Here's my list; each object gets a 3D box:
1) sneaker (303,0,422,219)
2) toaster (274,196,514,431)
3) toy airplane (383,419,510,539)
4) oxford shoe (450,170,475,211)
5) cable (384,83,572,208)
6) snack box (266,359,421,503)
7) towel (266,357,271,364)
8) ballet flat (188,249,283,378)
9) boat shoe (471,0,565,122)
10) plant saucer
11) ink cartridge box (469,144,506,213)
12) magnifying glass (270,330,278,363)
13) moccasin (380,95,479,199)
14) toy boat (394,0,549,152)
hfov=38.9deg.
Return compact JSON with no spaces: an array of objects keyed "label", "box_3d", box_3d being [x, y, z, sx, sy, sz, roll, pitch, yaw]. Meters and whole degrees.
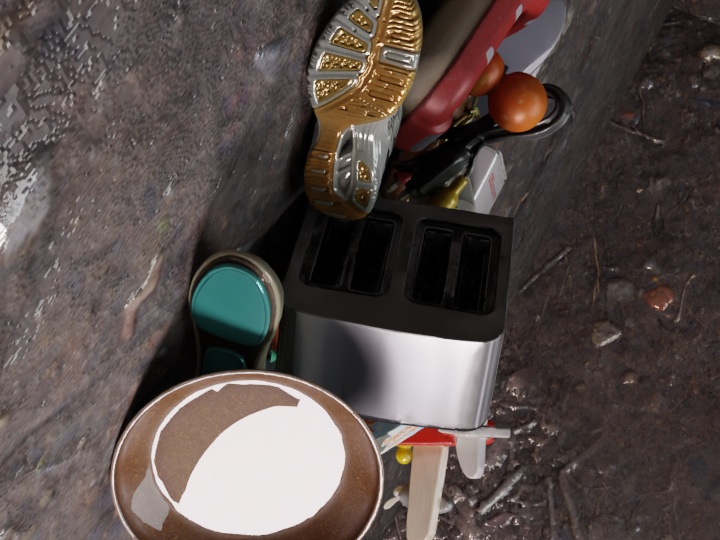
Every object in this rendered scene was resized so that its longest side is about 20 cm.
[{"label":"sneaker","box_3d":[0.000,-0.137,0.768,0.088,0.075,0.200,-72,180,-47]},{"label":"toaster","box_3d":[0.026,0.032,0.832,0.200,0.180,0.119,-75,173,-46]},{"label":"toy airplane","box_3d":[0.075,0.172,1.143,0.200,0.199,0.141,-44,157,12]},{"label":"oxford shoe","box_3d":[0.086,-0.045,1.098,0.058,0.075,0.201,41,50,-78]},{"label":"cable","box_3d":[0.103,-0.116,0.955,0.200,0.097,0.050,-34,150,15]},{"label":"snack box","box_3d":[-0.025,0.117,0.889,0.200,0.116,0.037,-25,146,-36]},{"label":"towel","box_3d":[-0.102,0.149,0.994,0.145,0.024,0.200,-66,166,7]},{"label":"ballet flat","box_3d":[-0.090,0.037,0.749,0.070,0.069,0.200,-52,167,-40]},{"label":"boat shoe","box_3d":[0.173,-0.240,1.217,0.200,0.073,0.065,-53,171,-1]},{"label":"plant saucer","box_3d":[-0.083,0.150,0.760,0.037,0.200,0.201,-97,-154,-63]},{"label":"ink cartridge box","box_3d":[0.090,-0.054,1.201,0.201,0.085,0.146,-61,167,-3]},{"label":"magnifying glass","box_3d":[-0.070,0.078,0.943,0.200,0.022,0.080,88,26,-56]},{"label":"moccasin","box_3d":[0.084,-0.145,1.016,0.074,0.078,0.202,-33,148,-65]},{"label":"toy boat","box_3d":[0.106,-0.172,0.879,0.200,0.131,0.130,-57,-169,-22]}]
